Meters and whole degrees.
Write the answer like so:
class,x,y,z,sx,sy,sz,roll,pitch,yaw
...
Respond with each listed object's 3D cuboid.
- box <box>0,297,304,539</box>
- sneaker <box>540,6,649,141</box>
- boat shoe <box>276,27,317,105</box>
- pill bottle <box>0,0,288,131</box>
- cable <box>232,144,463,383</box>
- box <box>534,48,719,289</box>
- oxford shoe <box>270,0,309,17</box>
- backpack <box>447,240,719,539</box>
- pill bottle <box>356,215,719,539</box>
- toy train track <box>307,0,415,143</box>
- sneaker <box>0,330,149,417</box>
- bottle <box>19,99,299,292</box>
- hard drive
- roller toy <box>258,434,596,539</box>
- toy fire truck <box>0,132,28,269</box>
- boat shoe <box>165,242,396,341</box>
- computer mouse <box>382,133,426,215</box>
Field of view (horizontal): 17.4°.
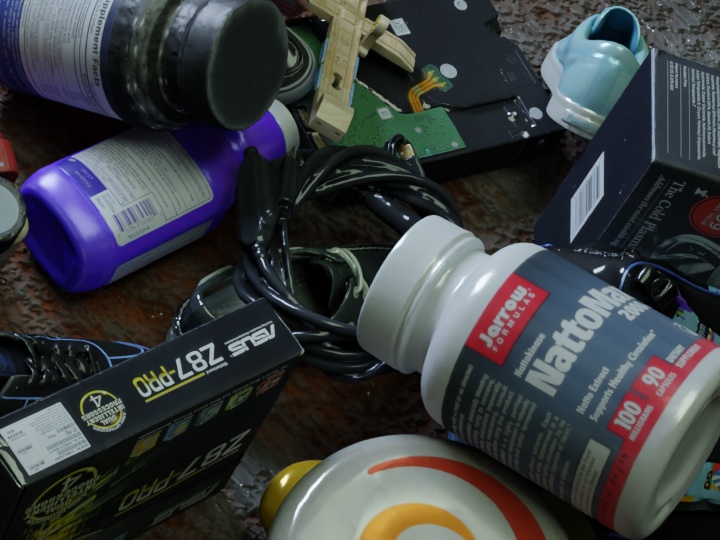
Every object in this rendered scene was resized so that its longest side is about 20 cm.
class,x,y,z,sx,sy,sz,roll,pitch,yaw
box,-0.141,0.108,1.336,0.200,0.161,0.049,-25,70,-37
sneaker,0.177,-0.150,1.673,0.074,0.082,0.200,26,18,-7
boat shoe,-0.120,-0.179,1.594,0.200,0.066,0.070,32,71,12
pill bottle,-0.150,-0.152,1.503,0.200,0.112,0.112,17,42,30
cable,0.000,0.000,1.476,0.163,0.051,0.200,13,41,-21
box,0.235,-0.025,1.576,0.182,0.200,0.104,15,50,-12
oxford shoe,-0.066,-0.221,1.570,0.071,0.074,0.200,33,5,-25
backpack,0.175,0.085,1.496,0.200,0.134,0.183,18,85,-45
pill bottle,0.103,0.054,1.341,0.200,0.120,0.120,30,48,19
toy train track,-0.007,-0.156,1.592,0.115,0.033,0.200,30,35,-15
sneaker,-0.198,0.069,1.393,0.200,0.078,0.070,-11,61,-30
bottle,-0.126,-0.057,1.526,0.200,0.065,0.084,-30,74,-37
hard drive,0.032,-0.125,1.665,0.200,0.038,0.140,-15,63,-33
roller toy,0.024,0.201,1.357,0.200,0.140,0.183,18,55,1
toy fire truck,-0.316,-0.073,1.433,0.176,0.129,0.200,-9,70,-30
boat shoe,-0.030,0.018,1.517,0.200,0.060,0.076,-22,65,-35
computer mouse,0.064,-0.003,1.562,0.059,0.034,0.200,-12,74,-52
